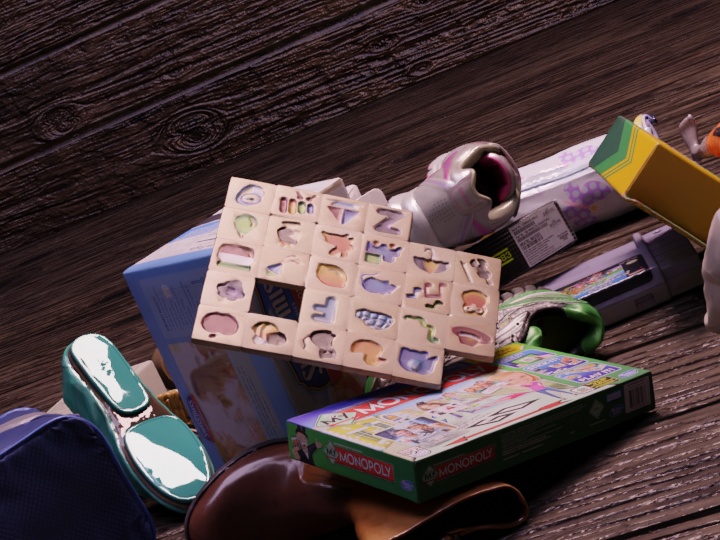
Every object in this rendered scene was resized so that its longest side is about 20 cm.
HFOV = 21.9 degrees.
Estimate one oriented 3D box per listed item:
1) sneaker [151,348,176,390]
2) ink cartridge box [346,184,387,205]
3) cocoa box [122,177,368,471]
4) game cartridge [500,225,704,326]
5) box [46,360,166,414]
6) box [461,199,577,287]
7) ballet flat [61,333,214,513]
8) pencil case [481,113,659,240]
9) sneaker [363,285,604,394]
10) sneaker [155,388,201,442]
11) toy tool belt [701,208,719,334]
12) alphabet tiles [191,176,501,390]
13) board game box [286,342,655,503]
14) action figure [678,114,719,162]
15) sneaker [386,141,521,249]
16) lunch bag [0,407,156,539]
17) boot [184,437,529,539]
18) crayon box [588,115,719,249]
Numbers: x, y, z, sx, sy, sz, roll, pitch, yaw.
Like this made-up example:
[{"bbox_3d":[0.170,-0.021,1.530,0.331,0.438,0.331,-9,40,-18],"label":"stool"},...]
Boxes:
[{"bbox_3d":[-0.148,0.072,1.872,0.090,0.067,0.200,-24,8,48],"label":"sneaker"},{"bbox_3d":[-0.051,0.015,1.735,0.199,0.129,0.125,-23,11,11],"label":"ink cartridge box"},{"bbox_3d":[-0.057,0.054,1.377,0.133,0.201,0.131,-10,18,49],"label":"cocoa box"},{"bbox_3d":[0.172,0.021,1.480,0.199,0.039,0.130,-24,7,6],"label":"game cartridge"},{"bbox_3d":[-0.238,0.159,1.600,0.095,0.078,0.200,-20,12,25],"label":"box"},{"bbox_3d":[0.062,0.022,1.581,0.199,0.048,0.193,-30,1,-23],"label":"box"},{"bbox_3d":[-0.179,0.137,1.502,0.067,0.071,0.200,-19,51,-32],"label":"ballet flat"},{"bbox_3d":[0.194,-0.073,1.734,0.199,0.084,0.091,-23,-11,15],"label":"pencil case"},{"bbox_3d":[0.088,0.064,1.339,0.199,0.078,0.085,-29,12,-25],"label":"sneaker"},{"bbox_3d":[-0.100,0.121,1.549,0.199,0.076,0.088,-20,-6,17],"label":"sneaker"},{"bbox_3d":[0.316,-0.010,1.161,0.200,0.125,0.123,-33,44,-22],"label":"toy tool belt"},{"bbox_3d":[-0.004,0.008,1.264,0.199,0.008,0.168,11,42,-2],"label":"alphabet tiles"},{"bbox_3d":[0.071,0.093,1.194,0.199,0.029,0.134,-17,17,-35],"label":"board game box"},{"bbox_3d":[0.360,-0.080,1.453,0.199,0.105,0.194,6,19,-10],"label":"action figure"},{"bbox_3d":[0.100,-0.065,1.551,0.088,0.082,0.200,-29,8,28],"label":"sneaker"},{"bbox_3d":[-0.266,0.195,1.341,0.200,0.136,0.132,-31,12,-25],"label":"lunch bag"},{"bbox_3d":[-0.009,0.160,1.182,0.187,0.069,0.200,-14,14,-12],"label":"boot"},{"bbox_3d":[0.251,-0.054,1.409,0.051,0.127,0.200,-57,9,9],"label":"crayon box"}]
